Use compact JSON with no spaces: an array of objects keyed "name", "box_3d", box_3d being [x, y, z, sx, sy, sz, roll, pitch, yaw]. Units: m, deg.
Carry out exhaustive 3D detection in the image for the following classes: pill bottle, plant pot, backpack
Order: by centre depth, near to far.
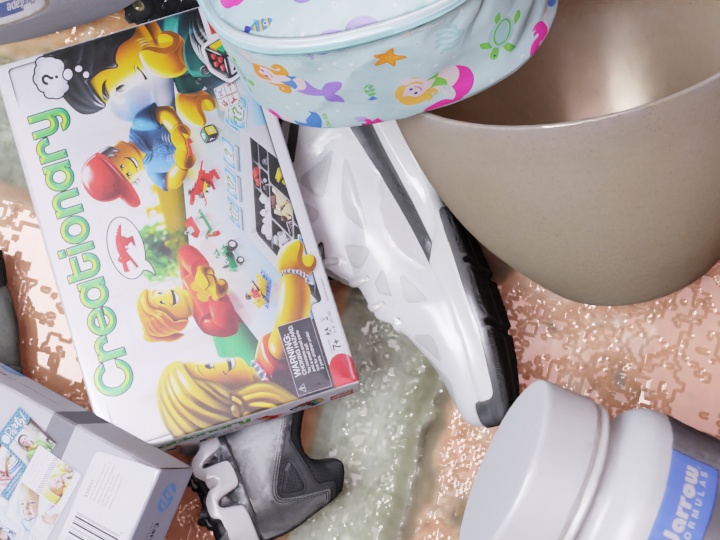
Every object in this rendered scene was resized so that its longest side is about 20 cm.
[{"name":"backpack","box_3d":[0.001,-0.172,1.148,0.176,0.151,0.201,-12,63,10]},{"name":"pill bottle","box_3d":[0.154,0.135,1.203,0.199,0.114,0.114,24,87,-10]},{"name":"plant pot","box_3d":[0.119,-0.064,1.219,0.199,0.201,0.135,-15,121,1]}]

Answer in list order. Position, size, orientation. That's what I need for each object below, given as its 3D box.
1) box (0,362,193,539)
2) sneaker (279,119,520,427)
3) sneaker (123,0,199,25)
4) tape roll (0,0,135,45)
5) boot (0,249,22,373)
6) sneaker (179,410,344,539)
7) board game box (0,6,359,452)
[{"name":"box","box_3d":[-0.195,0.120,1.193,0.199,0.041,0.157,25,96,21]},{"name":"sneaker","box_3d":[0.000,0.000,1.269,0.115,0.076,0.202,-24,77,9]},{"name":"sneaker","box_3d":[-0.028,-0.165,1.284,0.199,0.073,0.072,-17,120,12]},{"name":"tape roll","box_3d":[-0.205,-0.153,1.215,0.199,0.200,0.067,-9,87,2]},{"name":"boot","box_3d":[-0.255,0.072,1.271,0.199,0.068,0.132,-14,91,3]},{"name":"sneaker","box_3d":[-0.067,0.042,1.266,0.090,0.066,0.201,-22,83,-9]},{"name":"board game box","box_3d":[-0.089,-0.020,1.222,0.125,0.035,0.201,-17,80,-4]}]
